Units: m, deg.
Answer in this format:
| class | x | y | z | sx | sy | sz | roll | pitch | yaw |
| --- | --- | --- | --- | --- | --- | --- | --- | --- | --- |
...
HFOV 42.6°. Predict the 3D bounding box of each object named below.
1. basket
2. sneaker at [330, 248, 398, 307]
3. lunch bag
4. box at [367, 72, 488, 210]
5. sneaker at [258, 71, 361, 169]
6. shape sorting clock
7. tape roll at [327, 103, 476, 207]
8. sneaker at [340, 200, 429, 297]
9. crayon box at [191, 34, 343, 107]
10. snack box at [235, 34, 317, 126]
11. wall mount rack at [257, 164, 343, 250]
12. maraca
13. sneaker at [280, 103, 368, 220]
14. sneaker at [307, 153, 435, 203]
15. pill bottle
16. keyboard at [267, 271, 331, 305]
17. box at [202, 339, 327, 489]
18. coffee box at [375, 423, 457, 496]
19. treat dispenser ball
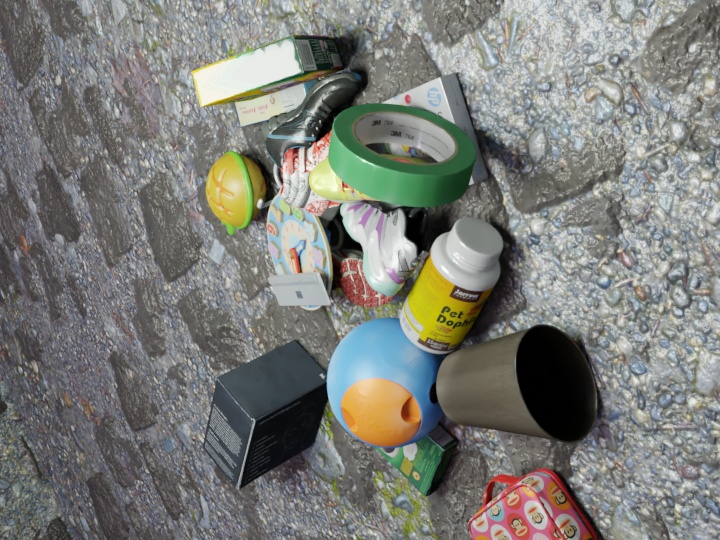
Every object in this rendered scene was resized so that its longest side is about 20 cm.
| class | x | y | z | sx | sy | sz | roll | pitch | yaw |
| --- | --- | --- | --- | --- | --- | --- | --- | --- | --- |
| basket | 0.213 | 0.167 | 1.331 | 0.181 | 0.137 | 0.198 | 47 | 150 | -19 |
| sneaker | 0.000 | 0.000 | 1.518 | 0.198 | 0.081 | 0.080 | 24 | 125 | 50 |
| lunch bag | 0.254 | 0.399 | 1.428 | 0.178 | 0.081 | 0.200 | 56 | 139 | 14 |
| box | 0.085 | -0.186 | 1.378 | 0.198 | 0.041 | 0.159 | -12 | 99 | 48 |
| sneaker | -0.069 | -0.236 | 1.462 | 0.198 | 0.073 | 0.083 | -34 | 71 | 26 |
| shape sorting clock | -0.106 | -0.032 | 1.544 | 0.199 | 0.039 | 0.204 | 30 | 129 | 43 |
| tape roll | 0.055 | -0.158 | 1.239 | 0.199 | 0.198 | 0.049 | 36 | 131 | 31 |
| sneaker | 0.052 | -0.074 | 1.388 | 0.140 | 0.077 | 0.202 | -42 | 51 | 24 |
| crayon box | -0.136 | -0.302 | 1.401 | 0.169 | 0.200 | 0.060 | -15 | 98 | 19 |
| snack box | -0.151 | -0.320 | 1.576 | 0.198 | 0.037 | 0.119 | -2 | 104 | 48 |
| wall mount rack | -0.100 | -0.126 | 1.581 | 0.201 | 0.074 | 0.175 | 51 | 136 | 17 |
| maraca | -0.235 | -0.141 | 1.702 | 0.200 | 0.105 | 0.140 | -34 | 69 | 63 |
| sneaker | -0.058 | -0.176 | 1.408 | 0.106 | 0.068 | 0.204 | 19 | 123 | -9 |
| sneaker | 0.015 | -0.135 | 1.319 | 0.195 | 0.090 | 0.080 | -2 | 98 | 14 |
| pill bottle | 0.137 | 0.021 | 1.362 | 0.109 | 0.108 | 0.202 | 45 | 135 | 23 |
| keyboard | -0.104 | 0.033 | 1.545 | 0.199 | 0.011 | 0.057 | -4 | 114 | 61 |
| box | -0.177 | 0.270 | 1.750 | 0.124 | 0.198 | 0.199 | 42 | 133 | 26 |
| coffee box | 0.071 | 0.278 | 1.601 | 0.199 | 0.044 | 0.125 | 39 | 132 | 29 |
| treat dispenser ball | 0.045 | 0.177 | 1.465 | 0.199 | 0.199 | 0.205 | 22 | 123 | 39 |
